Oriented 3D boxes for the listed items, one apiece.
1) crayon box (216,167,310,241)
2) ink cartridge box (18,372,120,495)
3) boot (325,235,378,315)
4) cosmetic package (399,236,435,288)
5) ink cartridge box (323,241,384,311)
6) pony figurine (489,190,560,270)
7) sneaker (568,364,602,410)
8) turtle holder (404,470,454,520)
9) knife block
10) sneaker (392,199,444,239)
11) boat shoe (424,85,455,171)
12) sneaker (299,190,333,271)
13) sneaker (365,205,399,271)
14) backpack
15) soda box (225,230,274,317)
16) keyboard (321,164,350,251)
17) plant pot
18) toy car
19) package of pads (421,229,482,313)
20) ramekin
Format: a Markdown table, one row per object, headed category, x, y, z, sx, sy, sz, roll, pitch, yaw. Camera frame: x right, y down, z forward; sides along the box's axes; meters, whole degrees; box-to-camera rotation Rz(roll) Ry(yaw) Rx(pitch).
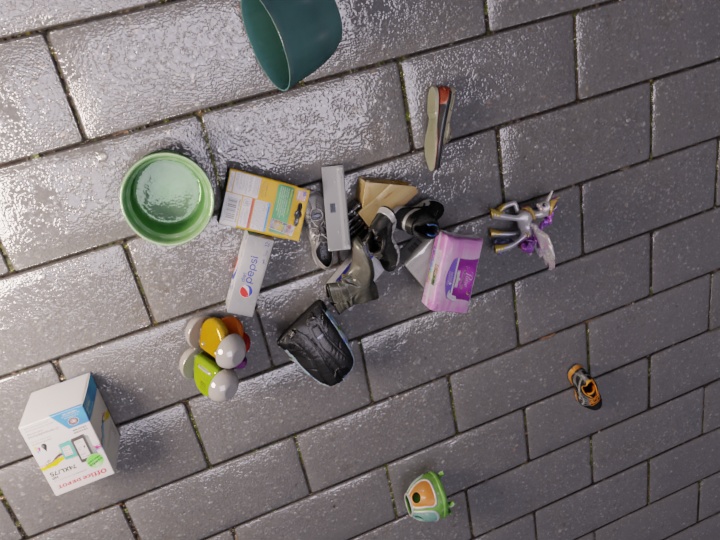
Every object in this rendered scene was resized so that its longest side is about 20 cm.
| category | x | y | z | sx | sy | sz | roll | pitch | yaw |
| --- | --- | --- | --- | --- | --- | --- | --- | --- | --- |
| crayon box | -0.228 | -0.153 | 1.413 | 0.195 | 0.051 | 0.130 | 12 | 96 | -22 |
| ink cartridge box | -0.678 | 0.384 | 1.418 | 0.143 | 0.146 | 0.205 | -18 | 115 | -10 |
| boot | -0.030 | 0.021 | 1.497 | 0.127 | 0.068 | 0.204 | -21 | 128 | -10 |
| cosmetic package | 0.201 | 0.000 | 1.612 | 0.112 | 0.081 | 0.201 | -42 | 118 | 1 |
| ink cartridge box | 0.000 | 0.000 | 1.567 | 0.094 | 0.037 | 0.201 | 38 | 97 | -26 |
| pony figurine | 0.454 | -0.107 | 1.633 | 0.194 | 0.167 | 0.199 | -10 | 106 | 2 |
| sneaker | 0.740 | 0.396 | 1.947 | 0.078 | 0.077 | 0.201 | -41 | 118 | -1 |
| turtle holder | 0.201 | 0.702 | 1.859 | 0.128 | 0.186 | 0.145 | -15 | 82 | -13 |
| knife block | 0.035 | -0.140 | 1.511 | 0.194 | 0.064 | 0.181 | 1 | 110 | -20 |
| sneaker | 0.171 | -0.120 | 1.500 | 0.197 | 0.111 | 0.075 | -16 | 127 | -43 |
| boat shoe | 0.198 | -0.350 | 1.487 | 0.061 | 0.071 | 0.207 | -4 | 107 | -19 |
| sneaker | -0.095 | -0.096 | 1.472 | 0.073 | 0.082 | 0.205 | -19 | 115 | -10 |
| sneaker | 0.049 | -0.058 | 1.471 | 0.091 | 0.065 | 0.203 | -48 | 149 | -30 |
| backpack | -0.100 | 0.200 | 1.561 | 0.163 | 0.154 | 0.201 | -43 | 96 | -4 |
| soda box | -0.271 | 0.004 | 1.460 | 0.066 | 0.064 | 0.205 | 12 | 106 | -21 |
| keyboard | -0.059 | -0.152 | 1.450 | 0.054 | 0.011 | 0.207 | -6 | 85 | 5 |
| plant pot | -0.132 | -0.505 | 1.249 | 0.159 | 0.200 | 0.205 | -30 | 117 | -18 |
| toy car | -0.341 | 0.208 | 1.479 | 0.148 | 0.172 | 0.206 | -8 | 118 | -55 |
| package of pads | 0.236 | 0.002 | 1.536 | 0.117 | 0.076 | 0.206 | 5 | 105 | -22 |
| ramekin | -0.424 | -0.166 | 1.324 | 0.194 | 0.098 | 0.206 | -7 | 112 | -16 |
